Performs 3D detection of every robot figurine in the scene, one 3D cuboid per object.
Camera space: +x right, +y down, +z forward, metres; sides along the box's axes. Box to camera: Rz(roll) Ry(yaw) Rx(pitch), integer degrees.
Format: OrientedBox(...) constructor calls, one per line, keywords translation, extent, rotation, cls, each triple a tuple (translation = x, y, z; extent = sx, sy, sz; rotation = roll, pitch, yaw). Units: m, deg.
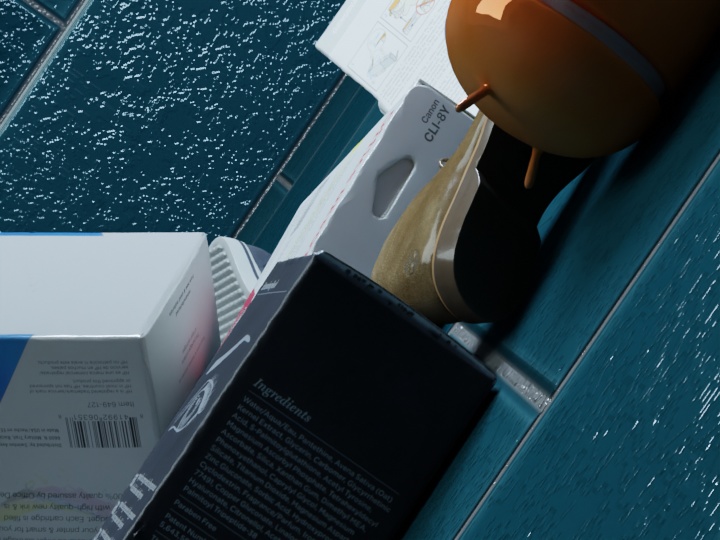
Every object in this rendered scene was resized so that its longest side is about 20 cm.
OrientedBox(translation=(0.115, -0.138, 1.209), extent=(0.201, 0.116, 0.144), rotation=(-56, 6, -6), cls="robot figurine")

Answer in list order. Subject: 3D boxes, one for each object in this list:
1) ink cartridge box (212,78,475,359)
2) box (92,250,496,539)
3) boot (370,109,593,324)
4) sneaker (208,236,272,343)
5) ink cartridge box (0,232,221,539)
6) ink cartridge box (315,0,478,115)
OrientedBox(translation=(0.000, 0.000, 1.519), extent=(0.146, 0.083, 0.200), rotation=(-60, 7, -28), cls="ink cartridge box")
OrientedBox(translation=(-0.042, 0.100, 1.221), extent=(0.201, 0.104, 0.148), rotation=(-56, 6, -5), cls="box")
OrientedBox(translation=(0.064, -0.056, 1.294), extent=(0.075, 0.074, 0.201), rotation=(-10, 41, 46), cls="boot")
OrientedBox(translation=(-0.052, 0.052, 1.738), extent=(0.079, 0.079, 0.201), rotation=(-58, 29, 29), cls="sneaker")
OrientedBox(translation=(-0.166, 0.097, 1.588), extent=(0.145, 0.146, 0.201), rotation=(-65, -28, -61), cls="ink cartridge box")
OrientedBox(translation=(0.079, -0.172, 1.590), extent=(0.201, 0.043, 0.174), rotation=(-55, 40, 8), cls="ink cartridge box")
